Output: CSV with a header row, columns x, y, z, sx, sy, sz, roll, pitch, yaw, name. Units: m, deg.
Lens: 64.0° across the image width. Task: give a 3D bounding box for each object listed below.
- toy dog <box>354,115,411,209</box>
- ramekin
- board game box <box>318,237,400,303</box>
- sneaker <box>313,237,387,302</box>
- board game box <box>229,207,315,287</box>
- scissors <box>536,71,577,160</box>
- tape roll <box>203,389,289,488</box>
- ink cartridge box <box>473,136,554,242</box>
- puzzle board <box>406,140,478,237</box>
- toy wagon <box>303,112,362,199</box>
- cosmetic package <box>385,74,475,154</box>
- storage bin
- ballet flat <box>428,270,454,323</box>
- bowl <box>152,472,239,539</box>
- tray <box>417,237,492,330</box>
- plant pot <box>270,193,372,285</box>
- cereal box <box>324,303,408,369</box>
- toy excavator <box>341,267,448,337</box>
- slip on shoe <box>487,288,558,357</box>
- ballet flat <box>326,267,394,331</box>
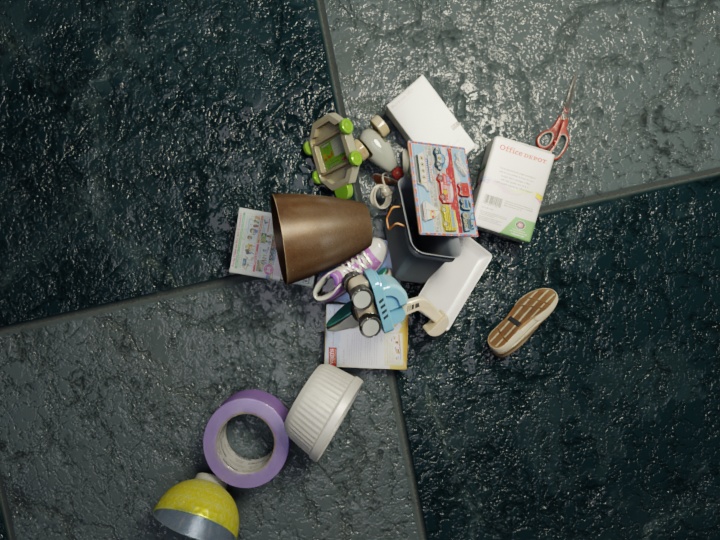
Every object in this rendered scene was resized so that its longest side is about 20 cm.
x,y,z,sx,sy,sz,roll,pitch,yaw,name
0.053,-0.251,1.321,0.129,0.096,0.204,-22,107,-3,toy dog
-0.086,0.305,1.281,0.104,0.200,0.203,31,92,8,ramekin
0.000,0.000,1.344,0.194,0.039,0.163,12,93,7,board game box
-0.022,0.004,1.269,0.200,0.114,0.073,-42,85,5,sneaker
-0.191,-0.052,1.328,0.194,0.064,0.152,11,91,-2,board game box
0.480,-0.357,1.345,0.072,0.014,0.203,30,91,1,scissors
-0.257,0.387,1.334,0.194,0.085,0.206,0,93,0,tape roll
0.337,-0.182,1.314,0.141,0.084,0.205,16,93,-1,ink cartridge box
0.175,-0.171,1.210,0.147,0.017,0.206,1,75,-28,puzzle board
-0.055,-0.240,1.287,0.039,0.153,0.205,-19,94,-40,toy wagon
0.156,-0.322,1.309,0.112,0.081,0.201,-40,93,3,cosmetic package
0.113,-0.076,1.251,0.142,0.135,0.204,7,53,-23,storage bin
0.187,0.039,1.338,0.070,0.068,0.206,-8,93,-20,ballet flat
-0.359,0.531,1.316,0.195,0.202,0.109,17,50,-1,bowl
0.205,0.022,1.296,0.106,0.022,0.203,33,87,-15,tray
-0.079,-0.080,1.222,0.195,0.187,0.193,-9,93,-13,plant pot
0.013,0.153,1.347,0.194,0.040,0.148,3,90,1,cereal box
0.080,0.074,1.220,0.195,0.100,0.199,-20,113,-6,toy excavator
0.382,0.124,1.342,0.200,0.076,0.061,-44,132,-6,slip on shoe
0.010,0.082,1.295,0.200,0.069,0.070,-44,92,5,ballet flat
